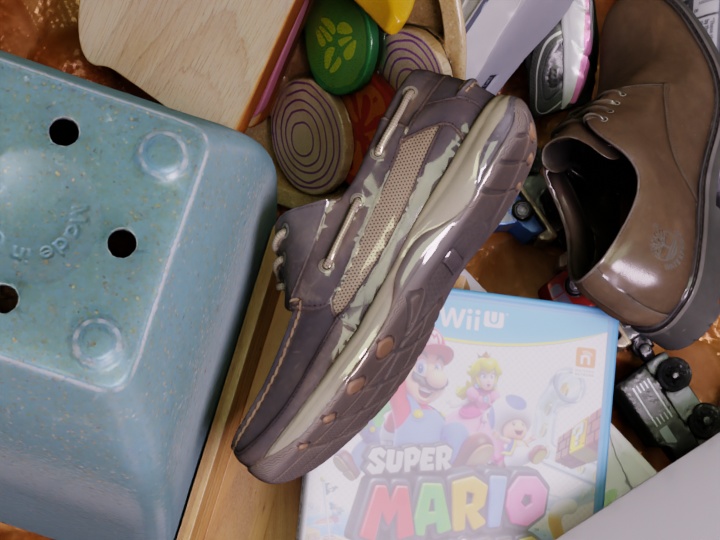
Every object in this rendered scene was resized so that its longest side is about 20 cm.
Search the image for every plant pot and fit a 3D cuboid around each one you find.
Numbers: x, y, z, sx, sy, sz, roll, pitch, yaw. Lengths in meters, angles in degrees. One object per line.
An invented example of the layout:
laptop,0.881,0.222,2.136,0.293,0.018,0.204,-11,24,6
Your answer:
plant pot,-0.142,0.004,0.741,0.195,0.200,0.197,19,73,-5

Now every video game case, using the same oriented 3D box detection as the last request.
video game case,0.043,0.109,0.770,0.142,0.018,0.201,7,82,-11

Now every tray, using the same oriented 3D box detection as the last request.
tray,-0.022,0.089,0.802,0.098,0.037,0.201,15,81,11

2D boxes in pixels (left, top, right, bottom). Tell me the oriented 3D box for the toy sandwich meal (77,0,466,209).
toy sandwich meal,-0.043,-0.115,0.803,0.206,0.205,0.070,54,39,6

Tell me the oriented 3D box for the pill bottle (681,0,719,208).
pill bottle,0.210,-0.093,0.879,0.106,0.106,0.201,8,75,-8

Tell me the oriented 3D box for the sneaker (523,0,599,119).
sneaker,0.079,-0.175,0.905,0.086,0.080,0.201,-9,78,12

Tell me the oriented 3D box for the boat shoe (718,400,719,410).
boat shoe,0.274,0.027,0.878,0.199,0.074,0.068,-46,106,-12

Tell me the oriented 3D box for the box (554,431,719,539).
box,0.196,0.181,0.754,0.152,0.106,0.201,-29,120,-16

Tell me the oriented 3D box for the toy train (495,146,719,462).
toy train,0.117,0.014,0.873,0.046,0.034,0.201,-33,84,-4

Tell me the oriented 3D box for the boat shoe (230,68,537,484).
boat shoe,0.000,0.000,0.737,0.073,0.075,0.200,32,81,19

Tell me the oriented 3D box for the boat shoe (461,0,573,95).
boat shoe,0.047,-0.123,0.843,0.070,0.071,0.200,42,112,15

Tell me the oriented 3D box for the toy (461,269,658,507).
toy,0.073,0.107,0.827,0.115,0.047,0.200,-42,75,-4

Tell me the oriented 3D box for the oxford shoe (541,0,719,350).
oxford shoe,0.130,-0.066,0.806,0.084,0.073,0.201,24,49,-25
